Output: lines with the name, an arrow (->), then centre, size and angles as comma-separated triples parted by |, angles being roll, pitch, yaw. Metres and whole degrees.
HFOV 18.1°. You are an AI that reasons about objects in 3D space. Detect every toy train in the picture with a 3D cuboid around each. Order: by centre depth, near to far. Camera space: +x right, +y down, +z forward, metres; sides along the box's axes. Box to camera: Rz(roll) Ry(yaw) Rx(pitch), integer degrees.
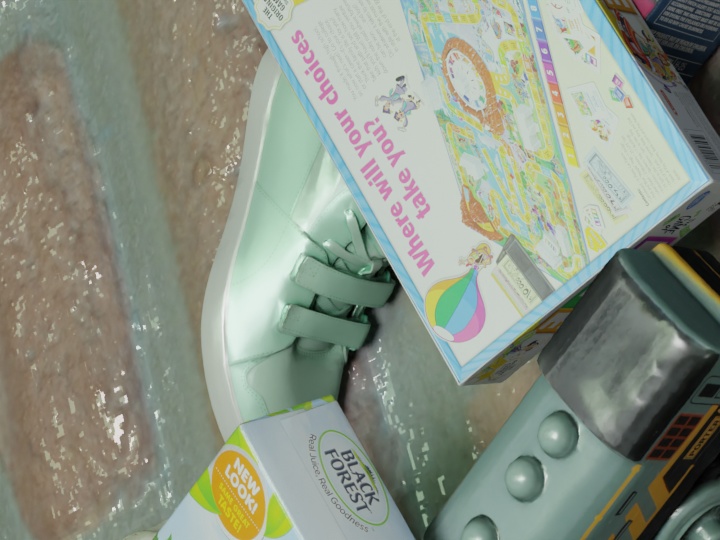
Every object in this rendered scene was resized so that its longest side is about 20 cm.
toy train -> 0.093, 0.075, 0.859 | 0.201, 0.113, 0.085 | -54, 54, 22

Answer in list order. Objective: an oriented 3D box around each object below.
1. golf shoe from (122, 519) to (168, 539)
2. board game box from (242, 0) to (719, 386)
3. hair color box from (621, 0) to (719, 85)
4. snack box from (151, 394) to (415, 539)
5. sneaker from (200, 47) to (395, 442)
golf shoe -> -0.026, 0.163, 0.981 | 0.199, 0.091, 0.076 | 28, 122, 15
board game box -> 0.045, -0.076, 0.888 | 0.134, 0.034, 0.201 | -40, 68, 28
hair color box -> 0.139, -0.177, 0.885 | 0.201, 0.060, 0.100 | -53, 55, 22
snack box -> -0.009, 0.171, 0.851 | 0.201, 0.053, 0.142 | 59, 138, 20
sneaker -> 0.000, 0.000, 0.978 | 0.117, 0.073, 0.203 | 7, 91, 38
